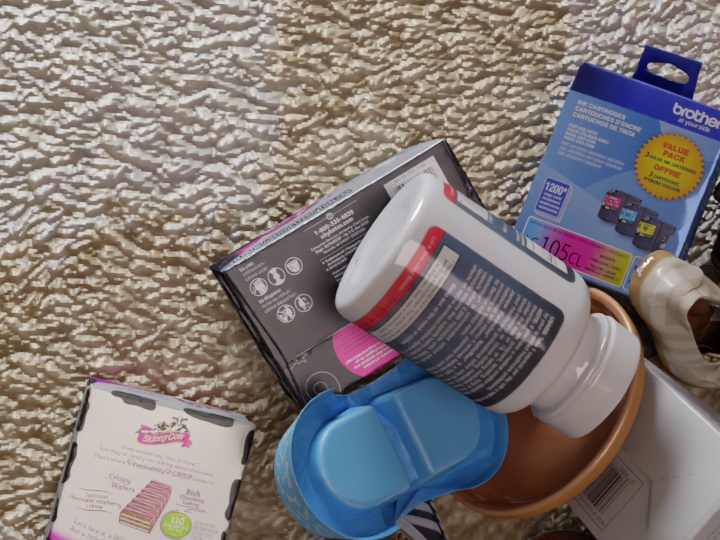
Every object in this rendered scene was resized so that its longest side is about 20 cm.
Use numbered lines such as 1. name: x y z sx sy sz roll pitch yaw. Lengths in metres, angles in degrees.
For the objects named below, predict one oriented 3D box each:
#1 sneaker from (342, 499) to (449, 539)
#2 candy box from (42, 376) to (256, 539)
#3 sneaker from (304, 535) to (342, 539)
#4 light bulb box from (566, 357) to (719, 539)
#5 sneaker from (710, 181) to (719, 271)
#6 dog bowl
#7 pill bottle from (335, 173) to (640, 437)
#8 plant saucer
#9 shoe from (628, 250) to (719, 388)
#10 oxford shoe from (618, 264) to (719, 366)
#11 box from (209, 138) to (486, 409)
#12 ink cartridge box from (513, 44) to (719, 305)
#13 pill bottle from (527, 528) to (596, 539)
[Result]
1. sneaker: 0.041 0.193 1.079 0.200 0.070 0.108 44 41 20
2. candy box: -0.175 0.197 1.077 0.136 0.061 0.200 16 90 -13
3. sneaker: -0.020 0.249 1.089 0.200 0.114 0.073 -17 95 -13
4. light bulb box: 0.269 0.185 1.074 0.200 0.198 0.125 35 99 -31
5. sneaker: 0.329 0.004 1.105 0.087 0.074 0.200 -4 82 -37
6. dog bowl: 0.020 0.131 1.018 0.200 0.050 0.112 -21 82 -38
7. pill bottle: 0.094 0.032 0.979 0.200 0.120 0.120 33 86 -10
8. plant saucer: 0.143 0.105 1.083 0.037 0.200 0.200 36 85 -35
9. shoe: 0.269 0.051 1.076 0.070 0.053 0.200 -55 140 -4
10. oxford shoe: 0.227 0.050 1.157 0.200 0.071 0.073 -38 96 -8
11. box: 0.000 0.000 1.079 0.200 0.115 0.132 -32 97 -10
12. ink cartridge box: 0.219 -0.080 1.121 0.136 0.076 0.200 21 87 14
13. pill bottle: 0.191 0.283 1.094 0.112 0.200 0.112 -1 94 -13
